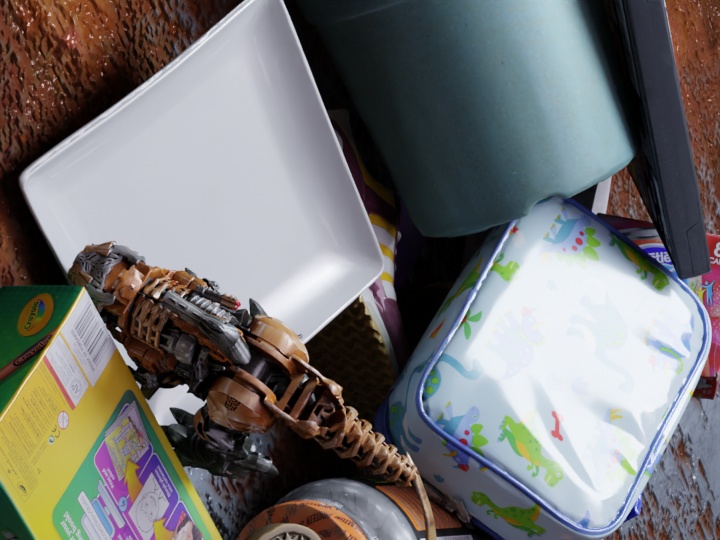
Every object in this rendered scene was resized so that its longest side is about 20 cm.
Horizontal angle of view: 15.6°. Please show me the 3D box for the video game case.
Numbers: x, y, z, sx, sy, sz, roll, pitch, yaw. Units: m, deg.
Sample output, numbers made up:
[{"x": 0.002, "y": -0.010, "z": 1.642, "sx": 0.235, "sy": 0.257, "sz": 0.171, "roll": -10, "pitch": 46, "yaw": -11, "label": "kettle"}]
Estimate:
[{"x": 0.173, "y": -0.121, "z": 1.627, "sx": 0.181, "sy": 0.025, "sz": 0.201, "roll": -103, "pitch": 179, "yaw": -65, "label": "video game case"}]

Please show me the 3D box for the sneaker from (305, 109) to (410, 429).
[{"x": 0.000, "y": 0.000, "z": 1.610, "sx": 0.090, "sy": 0.074, "sz": 0.201, "roll": -46, "pitch": 128, "yaw": -44, "label": "sneaker"}]

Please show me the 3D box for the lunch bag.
[{"x": 0.115, "y": 0.068, "z": 1.583, "sx": 0.160, "sy": 0.082, "sz": 0.201, "roll": 35, "pitch": 57, "yaw": -5, "label": "lunch bag"}]

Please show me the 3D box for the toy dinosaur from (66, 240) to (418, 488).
[{"x": -0.066, "y": 0.059, "z": 1.382, "sx": 0.102, "sy": 0.136, "sz": 0.200, "roll": -36, "pitch": 81, "yaw": -14, "label": "toy dinosaur"}]

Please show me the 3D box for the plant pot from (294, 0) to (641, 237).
[{"x": 0.067, "y": -0.137, "z": 1.578, "sx": 0.200, "sy": 0.199, "sz": 0.197, "roll": -39, "pitch": 110, "yaw": -53, "label": "plant pot"}]

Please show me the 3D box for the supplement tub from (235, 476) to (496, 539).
[{"x": 0.012, "y": 0.184, "z": 1.573, "sx": 0.200, "sy": 0.122, "sz": 0.124, "roll": 7, "pitch": 83, "yaw": -58, "label": "supplement tub"}]

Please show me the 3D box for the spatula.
[{"x": 0.013, "y": 0.039, "z": 1.680, "sx": 0.057, "sy": 0.020, "sz": 0.201, "roll": 47, "pitch": 50, "yaw": -53, "label": "spatula"}]

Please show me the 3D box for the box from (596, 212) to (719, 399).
[{"x": 0.199, "y": 0.027, "z": 1.764, "sx": 0.200, "sy": 0.099, "sz": 0.096, "roll": 42, "pitch": 59, "yaw": -80, "label": "box"}]

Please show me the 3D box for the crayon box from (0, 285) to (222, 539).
[{"x": -0.150, "y": 0.121, "z": 1.365, "sx": 0.119, "sy": 0.058, "sz": 0.201, "roll": -60, "pitch": 137, "yaw": -41, "label": "crayon box"}]

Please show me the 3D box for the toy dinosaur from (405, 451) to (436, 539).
[{"x": 0.018, "y": 0.214, "z": 1.443, "sx": 0.201, "sy": 0.060, "sz": 0.106, "roll": -59, "pitch": 144, "yaw": -7, "label": "toy dinosaur"}]

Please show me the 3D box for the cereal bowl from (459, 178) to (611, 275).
[{"x": 0.114, "y": -0.010, "z": 1.762, "sx": 0.200, "sy": 0.083, "sz": 0.202, "roll": 11, "pitch": 90, "yaw": -83, "label": "cereal bowl"}]

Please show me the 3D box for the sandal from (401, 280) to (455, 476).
[{"x": 0.065, "y": 0.111, "z": 1.711, "sx": 0.070, "sy": 0.077, "sz": 0.214, "roll": -16, "pitch": 106, "yaw": -69, "label": "sandal"}]

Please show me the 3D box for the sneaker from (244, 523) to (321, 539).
[{"x": -0.084, "y": 0.232, "z": 1.432, "sx": 0.067, "sy": 0.090, "sz": 0.202, "roll": 25, "pitch": 75, "yaw": -22, "label": "sneaker"}]

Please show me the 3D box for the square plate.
[{"x": -0.087, "y": -0.026, "z": 1.462, "sx": 0.198, "sy": 0.028, "sz": 0.201, "roll": -41, "pitch": 125, "yaw": -30, "label": "square plate"}]
